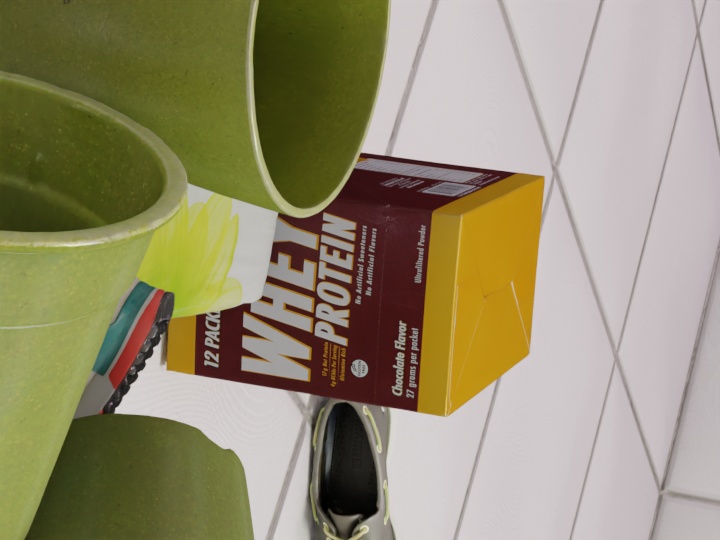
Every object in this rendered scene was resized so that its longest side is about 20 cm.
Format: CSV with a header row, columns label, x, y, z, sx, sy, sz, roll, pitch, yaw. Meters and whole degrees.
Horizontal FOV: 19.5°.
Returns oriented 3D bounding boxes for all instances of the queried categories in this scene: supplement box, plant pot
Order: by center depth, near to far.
label,x,y,z,sx,sy,sz,roll,pitch,yaw
plant pot,-0.193,0.028,0.944,0.200,0.199,0.191,-38,145,-63
plant pot,-0.121,0.180,1.041,0.200,0.199,0.191,70,16,-54
plant pot,-0.109,-0.133,1.071,0.187,0.199,0.188,8,90,-71
supplement box,0.000,0.000,1.435,0.197,0.199,0.133,-26,122,-67

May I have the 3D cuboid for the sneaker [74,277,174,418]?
label,x,y,z,sx,sy,sz,roll,pitch,yaw
sneaker,-0.189,0.073,1.151,0.200,0.093,0.070,-56,180,6

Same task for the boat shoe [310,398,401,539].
label,x,y,z,sx,sy,sz,roll,pitch,yaw
boat shoe,-0.007,0.191,1.699,0.060,0.072,0.203,-13,105,-67

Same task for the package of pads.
label,x,y,z,sx,sy,sz,roll,pitch,yaw
package of pads,-0.112,-0.047,1.257,0.200,0.068,0.155,-13,117,-63
